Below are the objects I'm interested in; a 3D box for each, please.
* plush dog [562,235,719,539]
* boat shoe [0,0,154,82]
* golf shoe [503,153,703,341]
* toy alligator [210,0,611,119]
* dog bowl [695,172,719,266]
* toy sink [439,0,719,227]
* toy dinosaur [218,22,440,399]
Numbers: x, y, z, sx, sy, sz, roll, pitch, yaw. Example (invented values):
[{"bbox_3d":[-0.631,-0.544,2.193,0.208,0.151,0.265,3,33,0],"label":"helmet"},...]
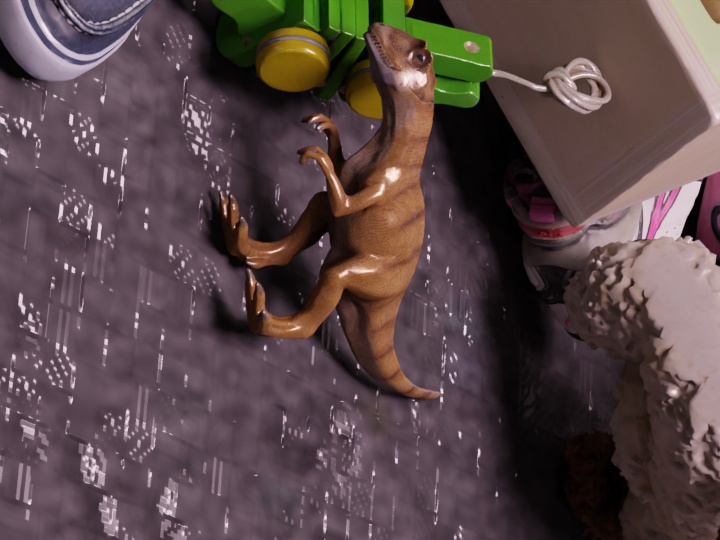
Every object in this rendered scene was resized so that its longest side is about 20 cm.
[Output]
[{"bbox_3d":[0.179,0.095,1.144,0.172,0.198,0.162,87,15,-61],"label":"plush dog"},{"bbox_3d":[-0.068,-0.155,0.963,0.071,0.090,0.201,53,41,-27],"label":"boat shoe"},{"bbox_3d":[0.131,-0.049,1.238,0.200,0.072,0.093,-49,134,-42],"label":"golf shoe"},{"bbox_3d":[0.009,-0.088,1.051,0.199,0.054,0.060,16,56,-26],"label":"toy alligator"},{"bbox_3d":[0.234,-0.060,1.308,0.200,0.073,0.202,18,90,-73],"label":"dog bowl"},{"bbox_3d":[0.119,-0.143,1.137,0.130,0.112,0.201,-19,76,-42],"label":"toy sink"},{"bbox_3d":[0.000,0.000,1.026,0.105,0.061,0.201,-10,129,-18],"label":"toy dinosaur"}]
